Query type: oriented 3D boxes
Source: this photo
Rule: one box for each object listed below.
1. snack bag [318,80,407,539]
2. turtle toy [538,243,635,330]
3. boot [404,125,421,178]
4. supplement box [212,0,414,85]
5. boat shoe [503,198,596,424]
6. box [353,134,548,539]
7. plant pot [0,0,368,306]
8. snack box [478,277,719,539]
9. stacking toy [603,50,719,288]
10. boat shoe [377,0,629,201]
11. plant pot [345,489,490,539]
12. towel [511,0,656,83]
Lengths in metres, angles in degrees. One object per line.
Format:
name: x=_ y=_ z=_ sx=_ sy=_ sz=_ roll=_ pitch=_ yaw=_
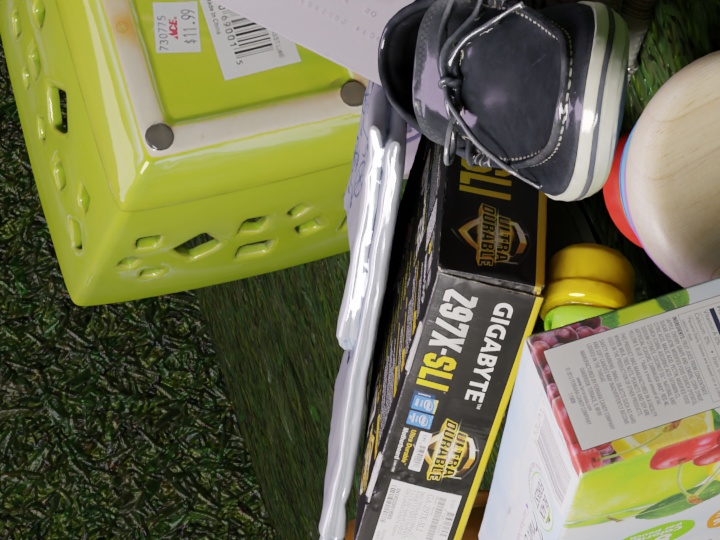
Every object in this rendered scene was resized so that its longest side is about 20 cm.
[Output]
snack bag: x=0.000 y=0.000 z=1.307 sx=0.189 sy=0.021 sz=0.200 roll=-86 pitch=4 yaw=-68
turtle toy: x=0.113 y=0.088 z=1.177 sx=0.200 sy=0.101 sz=0.146 roll=91 pitch=-172 yaw=-63
boot: x=0.050 y=-0.099 z=1.425 sx=0.200 sy=0.073 sz=0.090 roll=159 pitch=103 yaw=-74
supplement box: x=-0.010 y=-0.158 z=1.304 sx=0.061 sy=0.109 sz=0.200 roll=-59 pitch=15 yaw=20
boat shoe: x=0.098 y=0.051 z=1.344 sx=0.061 sy=0.072 sz=0.201 roll=90 pitch=171 yaw=-52
box: x=0.041 y=0.003 z=1.239 sx=0.200 sy=0.049 sz=0.160 roll=-83 pitch=6 yaw=-53
plant pot: x=-0.081 y=-0.112 z=1.581 sx=0.181 sy=0.199 sz=0.200 roll=125 pitch=131 yaw=-71
snack box: x=0.119 y=0.057 z=0.942 sx=0.200 sy=0.142 sz=0.053 roll=97 pitch=156 yaw=-68
stacking toy: x=0.121 y=-0.030 z=1.011 sx=0.200 sy=0.085 sz=0.085 roll=178 pitch=76 yaw=-86
boat shoe: x=0.052 y=-0.070 z=1.071 sx=0.200 sy=0.062 sz=0.075 roll=-143 pitch=60 yaw=-73
plant pot: x=0.078 y=0.202 z=1.407 sx=0.183 sy=0.200 sz=0.200 roll=-23 pitch=82 yaw=66
towel: x=0.036 y=-0.153 z=1.121 sx=0.193 sy=0.035 sz=0.200 roll=39 pitch=176 yaw=9
